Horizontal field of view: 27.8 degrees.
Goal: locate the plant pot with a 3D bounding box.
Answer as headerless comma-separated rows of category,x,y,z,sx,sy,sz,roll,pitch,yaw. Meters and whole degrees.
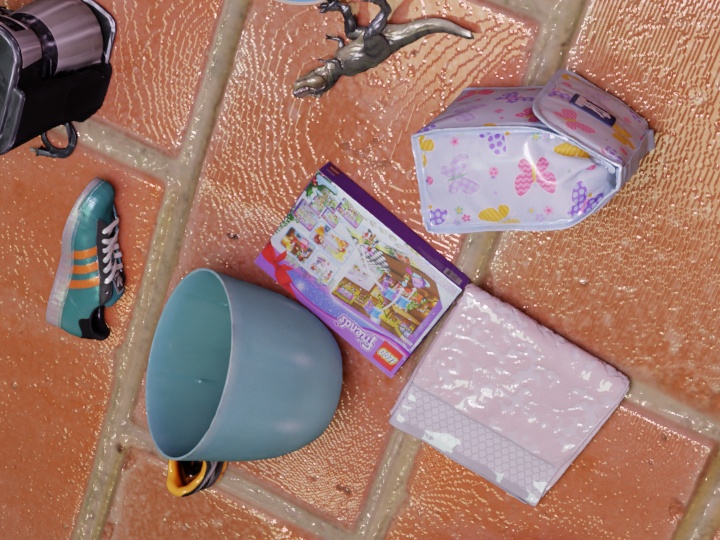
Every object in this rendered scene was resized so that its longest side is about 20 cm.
plant pot,-0.117,0.112,1.559,0.160,0.201,0.202,13,122,-32

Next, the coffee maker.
coffee maker,-0.356,-0.190,1.542,0.133,0.200,0.194,2,109,21

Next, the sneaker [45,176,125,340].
sneaker,-0.298,-0.010,1.662,0.079,0.071,0.202,23,120,7

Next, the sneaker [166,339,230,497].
sneaker,-0.182,0.172,1.673,0.077,0.077,0.202,14,111,18

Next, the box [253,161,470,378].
box,0.000,0.000,1.563,0.200,0.039,0.137,40,116,3

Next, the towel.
towel,0.153,0.137,1.542,0.199,0.032,0.192,30,116,-2

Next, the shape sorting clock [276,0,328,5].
shape sorting clock,-0.066,-0.363,1.449,0.198,0.039,0.202,8,118,16

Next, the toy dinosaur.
toy dinosaur,0.009,-0.240,1.469,0.198,0.048,0.088,-18,124,24

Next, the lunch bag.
lunch bag,0.169,-0.115,1.385,0.198,0.170,0.129,2,112,23
